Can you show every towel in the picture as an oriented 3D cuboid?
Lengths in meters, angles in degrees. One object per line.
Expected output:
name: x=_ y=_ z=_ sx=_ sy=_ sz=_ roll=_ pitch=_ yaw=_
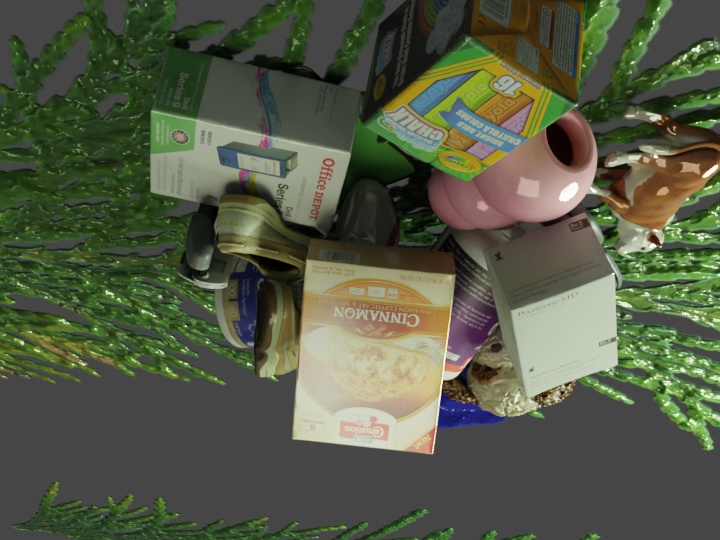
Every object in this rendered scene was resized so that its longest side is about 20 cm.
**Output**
towel: x=0.176 y=0.165 z=1.565 sx=0.146 sy=0.050 sz=0.200 roll=-6 pitch=154 yaw=-19

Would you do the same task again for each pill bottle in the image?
pill bottle: x=-0.065 y=0.030 z=1.386 sx=0.198 sy=0.121 sz=0.120 roll=-4 pitch=146 yaw=22
pill bottle: x=0.116 y=0.016 z=1.261 sx=0.112 sy=0.113 sz=0.201 roll=26 pitch=114 yaw=-25

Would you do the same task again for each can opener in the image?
can opener: x=-0.152 y=-0.054 z=1.219 sx=0.053 sy=0.201 sz=0.067 roll=14 pitch=126 yaw=-7

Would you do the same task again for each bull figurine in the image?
bull figurine: x=0.284 y=-0.087 z=1.147 sx=0.120 sy=0.066 sz=0.200 roll=17 pitch=149 yaw=-8

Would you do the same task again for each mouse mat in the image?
mouse mat: x=-0.053 y=-0.136 z=1.222 sx=0.160 sy=0.008 sz=0.200 roll=-17 pitch=141 yaw=37

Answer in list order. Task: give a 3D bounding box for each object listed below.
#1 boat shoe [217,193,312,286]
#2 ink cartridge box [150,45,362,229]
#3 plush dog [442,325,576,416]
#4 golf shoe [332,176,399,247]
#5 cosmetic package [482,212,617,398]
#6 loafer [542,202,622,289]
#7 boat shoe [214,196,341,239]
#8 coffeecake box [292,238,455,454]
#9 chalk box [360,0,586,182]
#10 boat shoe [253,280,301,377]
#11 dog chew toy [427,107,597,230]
boat shoe: x=-0.095 y=-0.016 z=1.211 sx=0.072 sy=0.064 sz=0.201 roll=4 pitch=161 yaw=19
ink cartridge box: x=-0.108 y=-0.130 z=1.157 sx=0.198 sy=0.088 sz=0.146 roll=11 pitch=150 yaw=-6
plush dog: x=0.176 y=0.093 z=1.367 sx=0.198 sy=0.173 sz=0.161 roll=-6 pitch=146 yaw=24
golf shoe: x=0.000 y=0.000 z=1.255 sx=0.072 sy=0.092 sz=0.202 roll=9 pitch=105 yaw=6
cosmetic package: x=0.198 y=0.040 z=1.172 sx=0.112 sy=0.082 sz=0.200 roll=-21 pitch=148 yaw=3
loafer: x=0.233 y=-0.015 z=1.245 sx=0.063 sy=0.072 sz=0.200 roll=-41 pitch=149 yaw=1
boat shoe: x=-0.106 y=-0.050 z=1.313 sx=0.073 sy=0.067 sz=0.199 roll=32 pitch=147 yaw=-31
coffeecake box: x=0.012 y=0.079 z=1.194 sx=0.152 sy=0.073 sz=0.202 roll=6 pitch=109 yaw=0
chalk box: x=0.086 y=-0.172 z=1.011 sx=0.123 sy=0.126 sz=0.200 roll=25 pitch=147 yaw=-24
boat shoe: x=-0.079 y=0.064 z=1.283 sx=0.075 sy=0.072 sz=0.200 roll=0 pitch=159 yaw=-8
dog chew toy: x=0.139 y=-0.096 z=1.131 sx=0.124 sy=0.126 sz=0.199 roll=25 pitch=154 yaw=-24
